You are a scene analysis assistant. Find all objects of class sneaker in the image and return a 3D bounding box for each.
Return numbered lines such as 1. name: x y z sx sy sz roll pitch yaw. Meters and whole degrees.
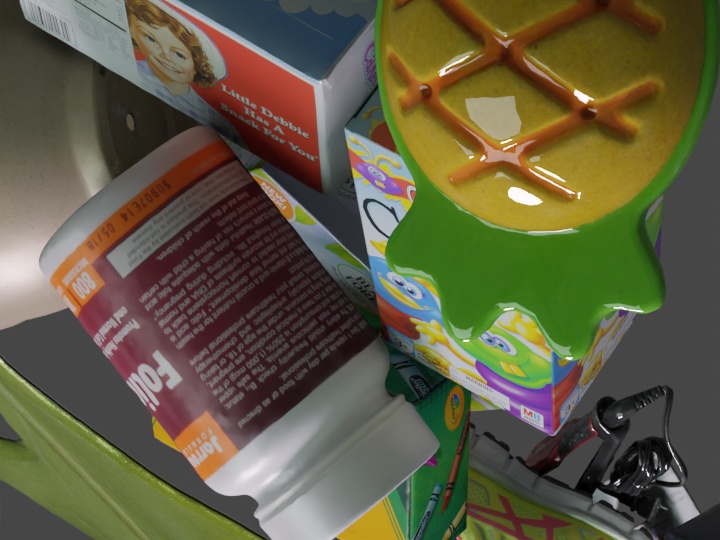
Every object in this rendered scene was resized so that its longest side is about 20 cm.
1. sneaker: 0.093 0.165 1.264 0.199 0.091 0.078 29 160 1

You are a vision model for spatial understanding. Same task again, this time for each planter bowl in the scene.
1. planter bowl: -0.168 -0.073 1.189 0.134 0.201 0.200 -8 137 27

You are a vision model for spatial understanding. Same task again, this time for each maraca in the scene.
1. maraca: 0.068 -0.066 0.822 0.136 0.201 0.107 9 -167 23

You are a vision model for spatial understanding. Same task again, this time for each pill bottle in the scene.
1. pill bottle: -0.058 0.039 1.071 0.200 0.114 0.114 52 160 2

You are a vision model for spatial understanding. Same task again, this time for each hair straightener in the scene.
1. hair straightener: 0.152 0.109 1.246 0.077 0.041 0.200 35 155 1

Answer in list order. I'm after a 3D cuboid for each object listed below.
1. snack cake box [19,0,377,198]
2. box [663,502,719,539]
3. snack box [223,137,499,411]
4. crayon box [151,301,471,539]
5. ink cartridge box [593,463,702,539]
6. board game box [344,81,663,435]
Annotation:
1. snack cake box: -0.079 -0.132 1.056 0.199 0.067 0.115 31 157 15
2. box: 0.244 0.250 1.132 0.199 0.123 0.199 26 114 29
3. snack box: 0.000 0.000 1.228 0.200 0.053 0.142 43 158 -15
4. crayon box: -0.031 0.073 1.213 0.199 0.058 0.119 24 130 32
5. ink cartridge box: 0.212 0.194 1.312 0.174 0.043 0.200 61 162 10
6. board game box: 0.071 -0.027 0.978 0.103 0.105 0.200 29 159 20
